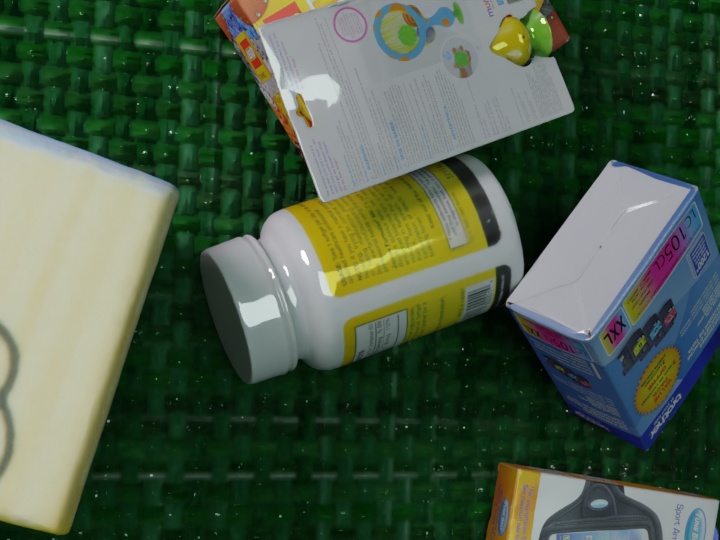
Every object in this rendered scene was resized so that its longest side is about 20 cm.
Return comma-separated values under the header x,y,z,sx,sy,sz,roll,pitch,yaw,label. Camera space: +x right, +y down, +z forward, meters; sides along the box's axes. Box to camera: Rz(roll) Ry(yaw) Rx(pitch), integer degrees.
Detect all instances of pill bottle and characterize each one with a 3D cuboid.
x,y,z,sx,sy,sz,roll,pitch,yaw,label
0.000,0.000,0.823,0.199,0.114,0.115,-19,95,-17,pill bottle

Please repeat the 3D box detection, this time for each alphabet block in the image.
x,y,z,sx,sy,sz,roll,pitch,yaw,label
-0.237,0.020,0.704,0.195,0.196,0.201,20,83,-15,alphabet block

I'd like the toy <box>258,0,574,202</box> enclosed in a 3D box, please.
x,y,z,sx,sy,sz,roll,pitch,yaw,label
0.036,-0.127,0.791,0.199,0.047,0.116,-21,92,-21,toy

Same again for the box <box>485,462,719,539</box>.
x,y,z,sx,sy,sz,roll,pitch,yaw,label
0.192,0.221,0.919,0.199,0.041,0.120,11,86,-15,box

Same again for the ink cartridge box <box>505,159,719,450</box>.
x,y,z,sx,sy,sz,roll,pitch,yaw,label
0.200,0.036,0.875,0.137,0.076,0.200,-52,141,-13,ink cartridge box

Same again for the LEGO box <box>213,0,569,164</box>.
x,y,z,sx,sy,sz,roll,pitch,yaw,label
0.023,-0.172,0.853,0.200,0.077,0.149,-35,99,-15,LEGO box
